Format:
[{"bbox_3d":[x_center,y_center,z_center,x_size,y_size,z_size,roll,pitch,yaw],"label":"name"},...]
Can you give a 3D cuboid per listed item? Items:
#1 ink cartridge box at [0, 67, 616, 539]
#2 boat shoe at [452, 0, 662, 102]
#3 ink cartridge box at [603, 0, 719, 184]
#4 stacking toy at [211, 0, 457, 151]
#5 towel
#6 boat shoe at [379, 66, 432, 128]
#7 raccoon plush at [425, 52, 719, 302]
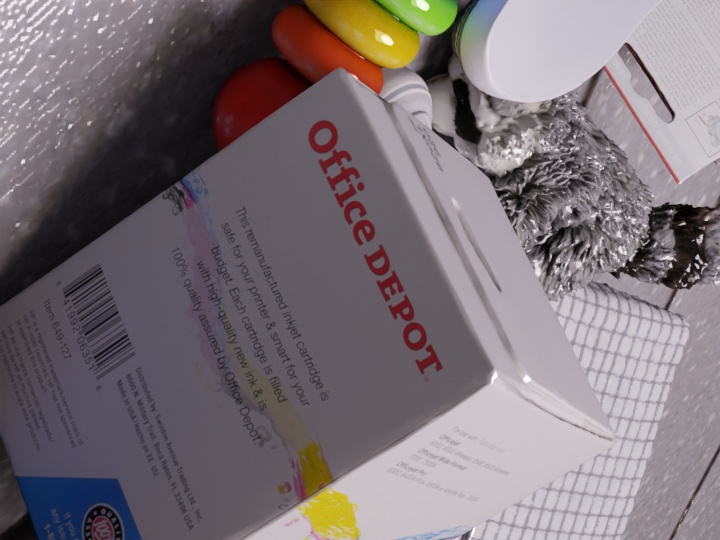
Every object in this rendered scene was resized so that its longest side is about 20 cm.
[{"bbox_3d":[-0.026,0.047,0.755,0.200,0.148,0.145,-33,154,16],"label":"ink cartridge box"},{"bbox_3d":[0.098,-0.137,0.838,0.200,0.056,0.069,-38,133,-39],"label":"boat shoe"},{"bbox_3d":[0.192,-0.121,0.957,0.200,0.109,0.050,-30,176,-31],"label":"ink cartridge box"},{"bbox_3d":[0.008,-0.120,0.758,0.200,0.085,0.085,-49,151,12],"label":"stacking toy"},{"bbox_3d":[0.091,0.094,1.063,0.165,0.085,0.201,13,96,-49],"label":"towel"},{"bbox_3d":[0.000,0.000,0.877,0.072,0.068,0.201,-10,132,-49],"label":"boat shoe"},{"bbox_3d":[0.120,-0.067,0.913,0.199,0.097,0.134,-4,131,-24],"label":"raccoon plush"}]
